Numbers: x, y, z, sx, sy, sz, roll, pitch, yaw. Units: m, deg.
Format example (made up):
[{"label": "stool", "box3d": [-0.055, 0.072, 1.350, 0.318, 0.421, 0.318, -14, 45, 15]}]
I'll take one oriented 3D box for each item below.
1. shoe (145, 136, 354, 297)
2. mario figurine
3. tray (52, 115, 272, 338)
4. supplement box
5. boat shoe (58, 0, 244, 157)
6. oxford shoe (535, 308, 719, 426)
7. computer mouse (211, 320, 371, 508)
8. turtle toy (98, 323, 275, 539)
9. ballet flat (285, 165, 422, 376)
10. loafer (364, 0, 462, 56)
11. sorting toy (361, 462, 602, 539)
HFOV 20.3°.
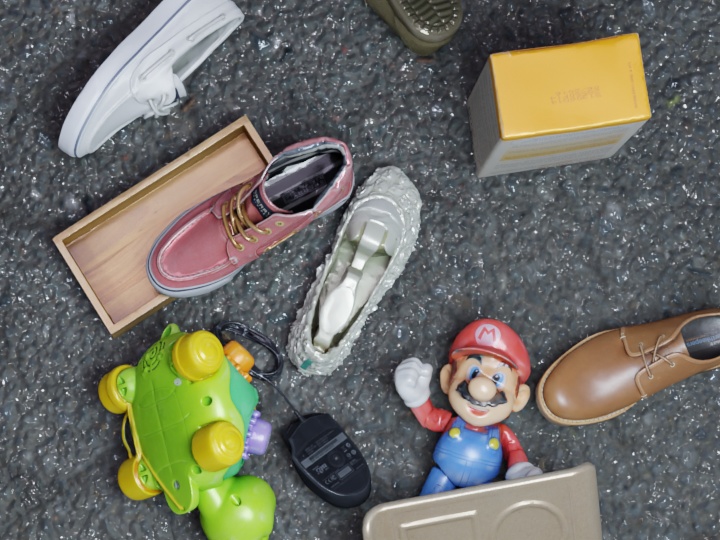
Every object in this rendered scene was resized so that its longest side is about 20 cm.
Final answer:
[{"label": "shoe", "box3d": [-0.094, -0.048, 1.681, 0.199, 0.091, 0.072, -30, 82, -6]}, {"label": "mario figurine", "box3d": [0.090, 0.139, 1.680, 0.123, 0.106, 0.202, 14, 87, -34]}, {"label": "tray", "box3d": [-0.156, -0.038, 1.742, 0.199, 0.037, 0.099, -33, 83, -6]}, {"label": "supplement box", "box3d": [0.162, -0.137, 1.684, 0.125, 0.200, 0.074, -9, 84, -4]}, {"label": "boat shoe", "box3d": [-0.181, -0.169, 1.744, 0.065, 0.074, 0.200, 38, 82, 9]}, {"label": "oxford shoe", "box3d": [0.240, 0.074, 1.699, 0.198, 0.071, 0.072, -22, 82, -15]}, {"label": "computer mouse", "box3d": [-0.062, 0.124, 1.721, 0.058, 0.034, 0.200, -30, 74, -30]}, {"label": "turtle toy", "box3d": [-0.130, 0.141, 1.671, 0.101, 0.145, 0.202, -6, 77, -45]}, {"label": "ballet flat", "box3d": [0.000, 0.000, 1.725, 0.071, 0.072, 0.201, 24, 80, 3]}, {"label": "loafer", "box3d": [0.021, -0.269, 1.770, 0.075, 0.068, 0.201, -15, 64, -21]}, {"label": "sorting toy", "box3d": [0.105, 0.250, 1.660, 0.198, 0.037, 0.187, -12, 120, -6]}]
